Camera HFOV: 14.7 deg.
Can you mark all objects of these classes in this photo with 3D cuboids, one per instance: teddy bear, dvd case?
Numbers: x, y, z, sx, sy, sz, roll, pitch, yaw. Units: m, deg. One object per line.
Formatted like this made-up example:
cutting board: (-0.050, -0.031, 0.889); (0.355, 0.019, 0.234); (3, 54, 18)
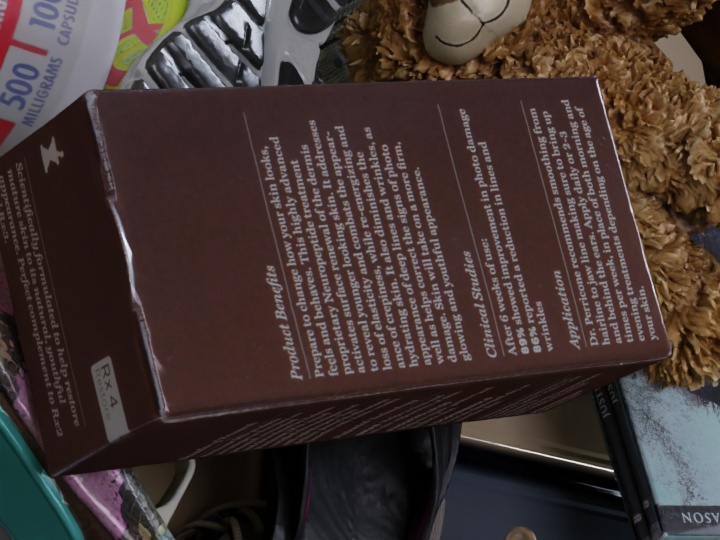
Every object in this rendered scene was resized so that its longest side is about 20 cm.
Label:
teddy bear: (0.082, -0.049, 0.982); (0.200, 0.145, 0.067); (61, 24, -1)
dvd case: (0.142, 0.018, 1.107); (0.146, 0.022, 0.201); (5, 60, -35)

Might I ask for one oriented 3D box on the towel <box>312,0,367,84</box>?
towel: (0.011, -0.166, 1.098); (0.200, 0.035, 0.193); (-28, 90, -36)

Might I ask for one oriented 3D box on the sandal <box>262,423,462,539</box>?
sandal: (0.002, 0.068, 0.921); (0.075, 0.048, 0.201); (11, 68, -16)

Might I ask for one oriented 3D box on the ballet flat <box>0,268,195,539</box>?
ballet flat: (-0.071, 0.086, 0.867); (0.071, 0.069, 0.200); (-35, 98, -38)

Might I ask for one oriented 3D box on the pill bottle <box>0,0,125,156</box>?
pill bottle: (-0.183, -0.100, 0.881); (0.199, 0.112, 0.113); (15, 68, -31)

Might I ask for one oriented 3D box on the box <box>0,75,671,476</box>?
box: (-0.007, -0.001, 0.862); (0.199, 0.075, 0.101); (-3, 74, -39)

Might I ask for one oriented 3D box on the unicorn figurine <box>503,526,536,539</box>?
unicorn figurine: (0.056, 0.164, 0.971); (0.200, 0.074, 0.138); (5, 98, -54)

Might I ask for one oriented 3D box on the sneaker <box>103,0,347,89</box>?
sneaker: (-0.065, -0.057, 0.957); (0.078, 0.090, 0.200); (51, 37, -26)

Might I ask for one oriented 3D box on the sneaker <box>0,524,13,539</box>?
sneaker: (-0.125, 0.114, 0.886); (0.087, 0.074, 0.201); (-9, 82, -42)

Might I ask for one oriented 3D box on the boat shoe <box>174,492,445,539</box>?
boat shoe: (-0.028, 0.111, 0.953); (0.073, 0.074, 0.201); (32, 59, -24)

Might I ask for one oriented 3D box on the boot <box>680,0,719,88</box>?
boot: (0.141, -0.074, 1.062); (0.068, 0.188, 0.201); (-28, 113, -28)
